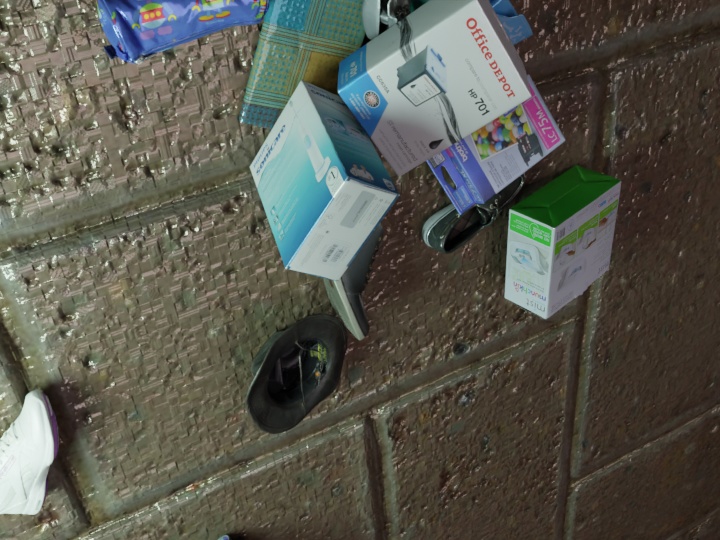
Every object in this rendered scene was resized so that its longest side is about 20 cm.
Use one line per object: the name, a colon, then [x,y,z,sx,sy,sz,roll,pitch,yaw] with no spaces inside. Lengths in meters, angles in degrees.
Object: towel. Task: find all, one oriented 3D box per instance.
towel: [-0.069,-0.276,1.000,0.144,0.022,0.204,5,116,-33]

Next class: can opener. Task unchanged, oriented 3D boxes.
can opener: [0.041,-0.288,1.030,0.054,0.066,0.202,-53,155,-32]

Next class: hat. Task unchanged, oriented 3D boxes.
hat: [-0.113,0.142,1.187,0.199,0.080,0.204,-29,133,-36]

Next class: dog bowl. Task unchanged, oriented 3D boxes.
dog bowl: [0.157,-0.371,1.025,0.049,0.112,0.199,-38,132,14]

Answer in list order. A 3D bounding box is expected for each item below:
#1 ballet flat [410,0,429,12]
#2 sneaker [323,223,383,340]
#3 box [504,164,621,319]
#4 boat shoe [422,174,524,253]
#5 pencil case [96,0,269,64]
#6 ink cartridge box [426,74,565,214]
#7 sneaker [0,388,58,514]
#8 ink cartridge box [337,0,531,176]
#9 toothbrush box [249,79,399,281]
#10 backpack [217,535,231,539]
ballet flat: [0.107,-0.342,1.043,0.073,0.073,0.200,-45,125,1]
sneaker: [0.000,0.000,1.154,0.105,0.075,0.204,-27,115,-16]
box: [0.341,-0.049,1.303,0.198,0.096,0.180,-32,133,-33]
boat shoe: [0.190,-0.095,1.232,0.198,0.057,0.069,-37,130,-6]
pencil case: [-0.197,-0.296,0.870,0.197,0.078,0.089,-24,99,-17]
ink cartridge box: [0.202,-0.189,1.174,0.198,0.042,0.120,-36,102,-5]
sneaker: [-0.465,0.253,1.043,0.098,0.075,0.204,4,115,-34]
ink cartridge box: [0.090,-0.236,0.957,0.197,0.087,0.147,-28,122,23]
toothbrush box: [-0.052,-0.114,0.971,0.084,0.202,0.147,13,126,-37]
backpack: [-0.231,0.563,1.295,0.177,0.200,0.151,-40,111,-1]
